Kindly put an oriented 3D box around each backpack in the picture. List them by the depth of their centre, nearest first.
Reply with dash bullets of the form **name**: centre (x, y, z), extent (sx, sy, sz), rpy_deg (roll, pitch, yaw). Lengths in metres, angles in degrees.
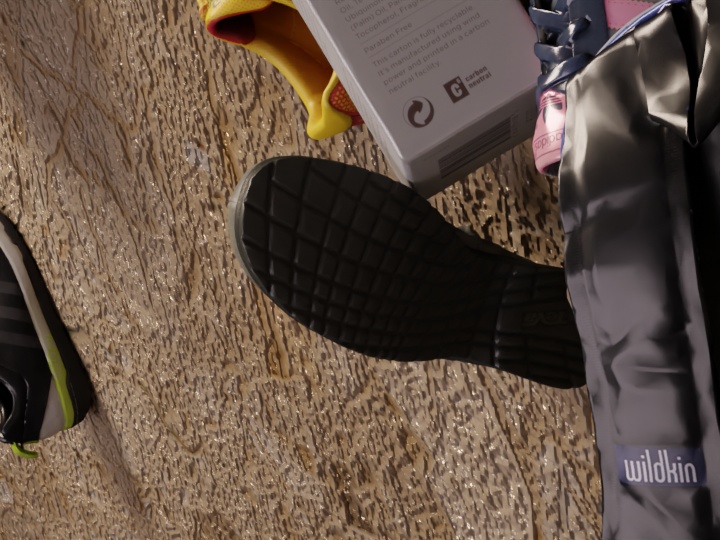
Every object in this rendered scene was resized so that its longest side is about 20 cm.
- **backpack**: centre (0.155, -0.006, 0.625), extent (0.200, 0.154, 0.191), rpy_deg (-21, 97, 42)

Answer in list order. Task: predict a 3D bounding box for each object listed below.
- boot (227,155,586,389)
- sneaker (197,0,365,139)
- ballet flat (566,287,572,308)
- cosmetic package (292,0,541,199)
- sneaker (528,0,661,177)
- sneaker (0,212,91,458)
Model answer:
- **boot**: centre (0.000, 0.000, 0.921), extent (0.131, 0.200, 0.068), rpy_deg (16, 85, 53)
- **sneaker**: centre (-0.050, -0.148, 0.964), extent (0.200, 0.077, 0.073), rpy_deg (52, 151, 15)
- **ballet flat**: centre (0.149, 0.041, 0.800), extent (0.200, 0.067, 0.062), rpy_deg (31, 150, 49)
- **cosmetic package**: centre (-0.001, -0.134, 0.869), extent (0.200, 0.071, 0.101), rpy_deg (59, 180, 8)
- **sneaker**: centre (0.087, -0.078, 0.777), extent (0.200, 0.082, 0.070), rpy_deg (61, 155, 5)
- **sneaker**: centre (-0.265, 0.037, 1.560), extent (0.200, 0.083, 0.072), rpy_deg (61, 154, 4)
